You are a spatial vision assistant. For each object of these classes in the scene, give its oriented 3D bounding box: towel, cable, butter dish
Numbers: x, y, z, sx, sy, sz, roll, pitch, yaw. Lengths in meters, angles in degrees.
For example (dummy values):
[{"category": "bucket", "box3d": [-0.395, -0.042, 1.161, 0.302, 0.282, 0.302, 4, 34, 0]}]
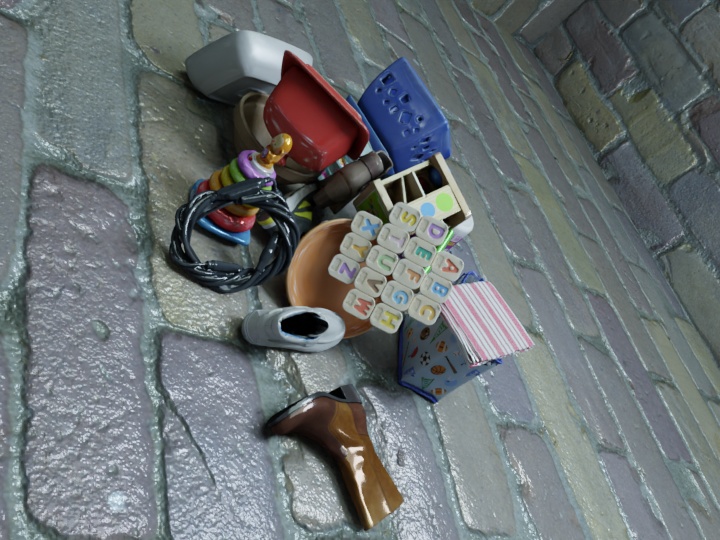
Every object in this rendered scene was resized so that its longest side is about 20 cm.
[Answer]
[{"category": "towel", "box3d": [0.205, 0.087, 1.255, 0.200, 0.030, 0.147, -5, 58, -50]}, {"category": "cable", "box3d": [-0.193, -0.047, 1.127, 0.200, 0.051, 0.164, -24, 112, -24]}, {"category": "butter dish", "box3d": [-0.101, -0.241, 1.268, 0.200, 0.148, 0.199, 45, -8, -2]}]

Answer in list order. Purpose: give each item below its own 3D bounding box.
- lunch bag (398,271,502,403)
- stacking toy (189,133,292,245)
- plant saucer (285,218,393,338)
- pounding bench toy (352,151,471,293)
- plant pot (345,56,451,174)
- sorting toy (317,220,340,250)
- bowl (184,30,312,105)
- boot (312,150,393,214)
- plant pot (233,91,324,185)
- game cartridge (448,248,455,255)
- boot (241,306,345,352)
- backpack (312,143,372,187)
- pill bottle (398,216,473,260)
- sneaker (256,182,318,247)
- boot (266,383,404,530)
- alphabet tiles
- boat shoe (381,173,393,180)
[{"category": "lunch bag", "box3d": [0.162, 0.113, 1.352, 0.124, 0.170, 0.200, 34, 35, -27]}, {"category": "stacking toy", "box3d": [-0.175, -0.146, 1.177, 0.110, 0.200, 0.116, 26, 36, -33]}, {"category": "plant saucer", "box3d": [-0.034, 0.013, 1.240, 0.200, 0.201, 0.037, 35, -9, -23]}, {"category": "pounding bench toy", "box3d": [0.111, -0.078, 1.293, 0.156, 0.124, 0.201, -25, 87, -20]}, {"category": "plant pot", "box3d": [0.079, -0.326, 1.680, 0.200, 0.179, 0.200, 60, 1, 17]}, {"category": "sorting toy", "box3d": [0.000, 0.000, 1.352, 0.200, 0.107, 0.180, -14, 74, -56]}, {"category": "bowl", "box3d": [-0.211, -0.370, 1.409, 0.200, 0.199, 0.075, 8, 75, -48]}, {"category": "boot", "box3d": [-0.008, -0.168, 1.362, 0.070, 0.146, 0.200, 57, 12, -8]}, {"category": "plant pot", "box3d": [-0.167, -0.228, 1.384, 0.201, 0.093, 0.201, 32, 36, -26]}, {"category": "game cartridge", "box3d": [0.128, -0.102, 1.683, 0.200, 0.038, 0.130, 26, 34, -34]}, {"category": "boot", "box3d": [-0.076, 0.091, 1.129, 0.200, 0.095, 0.074, 2, 86, -45]}, {"category": "backpack", "box3d": [-0.047, -0.244, 1.524, 0.167, 0.126, 0.201, 22, 43, -43]}, {"category": "pill bottle", "box3d": [0.116, -0.064, 1.460, 0.112, 0.200, 0.112, 32, 35, -25]}, {"category": "sneaker", "box3d": [-0.121, -0.094, 1.334, 0.085, 0.074, 0.200, 64, 28, -13]}, {"category": "boot", "box3d": [-0.034, 0.274, 1.056, 0.188, 0.068, 0.201, 2, 61, -60]}, {"category": "alphabet tiles", "box3d": [0.056, -0.005, 1.193, 0.195, 0.200, 0.015, 28, -2, 7]}, {"category": "boat shoe", "box3d": [0.037, -0.138, 1.458, 0.084, 0.200, 0.069, 27, 62, -1]}]
